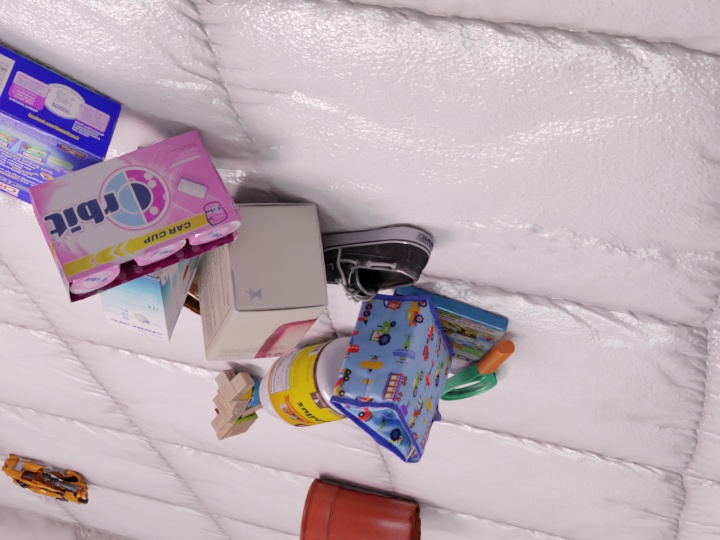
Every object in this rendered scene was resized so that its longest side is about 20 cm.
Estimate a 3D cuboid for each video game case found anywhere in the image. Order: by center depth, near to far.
[{"bbox_3d":[0.095,0.079,1.769,0.143,0.018,0.200,20,157,-3],"label":"video game case"}]

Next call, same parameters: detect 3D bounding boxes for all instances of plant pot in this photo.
[{"bbox_3d":[0.005,0.488,2.534,0.195,0.201,0.201,3,154,11],"label":"plant pot"}]

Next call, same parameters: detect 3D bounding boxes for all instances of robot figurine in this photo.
[{"bbox_3d":[-0.707,0.477,3.152,0.199,0.058,0.145,14,157,11],"label":"robot figurine"}]

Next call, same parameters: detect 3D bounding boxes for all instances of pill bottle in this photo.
[{"bbox_3d":[-0.060,0.159,1.938,0.109,0.110,0.200,29,154,-25],"label":"pill bottle"}]

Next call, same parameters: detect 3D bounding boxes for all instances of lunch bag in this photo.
[{"bbox_3d":[0.061,0.139,1.711,0.094,0.151,0.200,4,152,29],"label":"lunch bag"}]

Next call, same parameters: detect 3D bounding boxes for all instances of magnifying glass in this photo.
[{"bbox_3d":[0.155,0.131,1.802,0.079,0.022,0.200,-8,162,-18],"label":"magnifying glass"}]

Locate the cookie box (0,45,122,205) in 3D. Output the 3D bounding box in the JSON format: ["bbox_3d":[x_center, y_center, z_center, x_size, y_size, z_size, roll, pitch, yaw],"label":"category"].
[{"bbox_3d":[-0.375,-0.154,1.515,0.171,0.075,0.200,25,155,-21],"label":"cookie box"}]

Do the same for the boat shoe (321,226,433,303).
[{"bbox_3d":[0.002,0.001,1.599,0.199,0.068,0.074,-6,147,44],"label":"boat shoe"}]

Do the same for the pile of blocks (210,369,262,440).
[{"bbox_3d":[-0.195,0.195,2.194,0.062,0.082,0.200,56,154,21],"label":"pile of blocks"}]

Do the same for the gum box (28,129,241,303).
[{"bbox_3d":[-0.233,-0.060,1.465,0.200,0.114,0.066,-22,164,-15],"label":"gum box"}]

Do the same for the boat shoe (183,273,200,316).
[{"bbox_3d":[-0.250,0.009,1.787,0.199,0.074,0.076,21,156,-7],"label":"boat shoe"}]

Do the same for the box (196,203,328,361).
[{"bbox_3d":[-0.118,0.016,1.609,0.109,0.128,0.200,-2,162,-17],"label":"box"}]

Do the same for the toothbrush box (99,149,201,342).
[{"bbox_3d":[-0.242,-0.024,1.618,0.085,0.147,0.200,17,156,2],"label":"toothbrush box"}]
